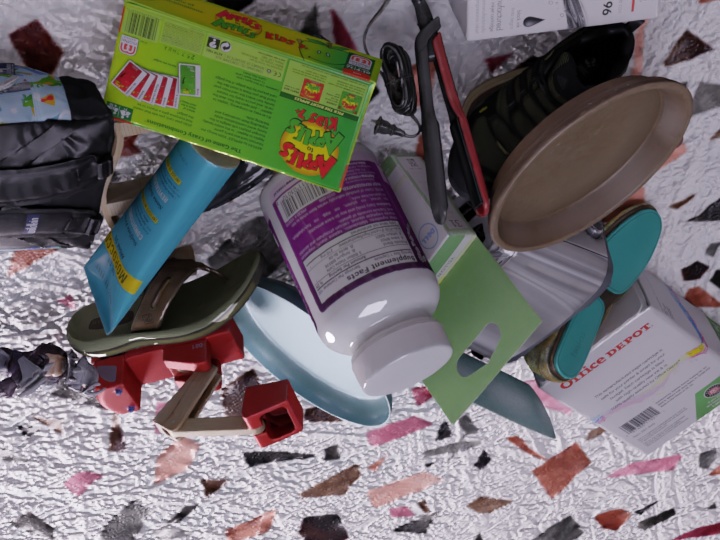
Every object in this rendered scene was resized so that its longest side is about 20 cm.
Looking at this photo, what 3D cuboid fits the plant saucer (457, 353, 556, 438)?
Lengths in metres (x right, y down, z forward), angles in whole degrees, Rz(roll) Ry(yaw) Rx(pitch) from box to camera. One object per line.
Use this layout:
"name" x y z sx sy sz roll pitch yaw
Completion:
"plant saucer" 0.107 0.105 1.453 0.201 0.201 0.039 26 89 -35

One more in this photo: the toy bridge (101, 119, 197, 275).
"toy bridge" -0.191 -0.066 1.285 0.067 0.027 0.200 -12 137 -3

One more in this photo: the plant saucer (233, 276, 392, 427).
"plant saucer" -0.047 0.071 1.379 0.027 0.200 0.200 -51 141 -22

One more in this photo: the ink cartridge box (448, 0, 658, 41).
"ink cartridge box" 0.172 -0.256 1.164 0.199 0.068 0.116 -9 130 -7

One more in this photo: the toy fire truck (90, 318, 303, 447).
"toy fire truck" -0.156 0.109 1.375 0.199 0.141 0.049 -15 137 9

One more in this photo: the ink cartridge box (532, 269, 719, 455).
"ink cartridge box" 0.283 0.089 1.535 0.145 0.084 0.200 -40 131 22

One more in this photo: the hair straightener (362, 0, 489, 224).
"hair straightener" 0.045 -0.134 1.193 0.077 0.201 0.041 -13 179 -9

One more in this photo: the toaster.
"toaster" 0.127 0.000 1.383 0.129 0.114 0.200 24 132 -30

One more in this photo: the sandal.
"sandal" -0.177 0.025 1.310 0.200 0.080 0.057 -17 123 15

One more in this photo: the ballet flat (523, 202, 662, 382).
"ballet flat" 0.218 0.016 1.436 0.071 0.071 0.200 43 74 -42

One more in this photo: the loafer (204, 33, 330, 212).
"loafer" -0.082 -0.121 1.244 0.200 0.068 0.070 -37 97 28

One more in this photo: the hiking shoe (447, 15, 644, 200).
"hiking shoe" 0.148 -0.140 1.221 0.200 0.076 0.101 -46 177 -7

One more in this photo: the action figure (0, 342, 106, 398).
"action figure" -0.328 0.084 1.345 0.199 0.070 0.130 15 165 -12

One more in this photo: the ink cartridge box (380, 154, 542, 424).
"ink cartridge box" 0.053 0.017 1.317 0.048 0.200 0.146 -1 138 -45

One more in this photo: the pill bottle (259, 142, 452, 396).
"pill bottle" 0.000 0.000 1.259 0.112 0.201 0.112 -22 159 -9

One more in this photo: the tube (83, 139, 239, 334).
"tube" -0.174 -0.038 1.250 0.050 0.078 0.200 14 130 -38

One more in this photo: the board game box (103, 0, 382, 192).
"board game box" -0.093 -0.144 1.162 0.199 0.048 0.102 18 122 -2

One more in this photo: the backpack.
"backpack" -0.312 -0.087 1.163 0.199 0.154 0.164 -18 146 -30

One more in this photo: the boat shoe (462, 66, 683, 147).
"boat shoe" 0.189 -0.128 1.300 0.199 0.072 0.072 2 133 -17

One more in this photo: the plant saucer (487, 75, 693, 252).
"plant saucer" 0.185 -0.091 1.223 0.199 0.030 0.200 -27 155 -14
